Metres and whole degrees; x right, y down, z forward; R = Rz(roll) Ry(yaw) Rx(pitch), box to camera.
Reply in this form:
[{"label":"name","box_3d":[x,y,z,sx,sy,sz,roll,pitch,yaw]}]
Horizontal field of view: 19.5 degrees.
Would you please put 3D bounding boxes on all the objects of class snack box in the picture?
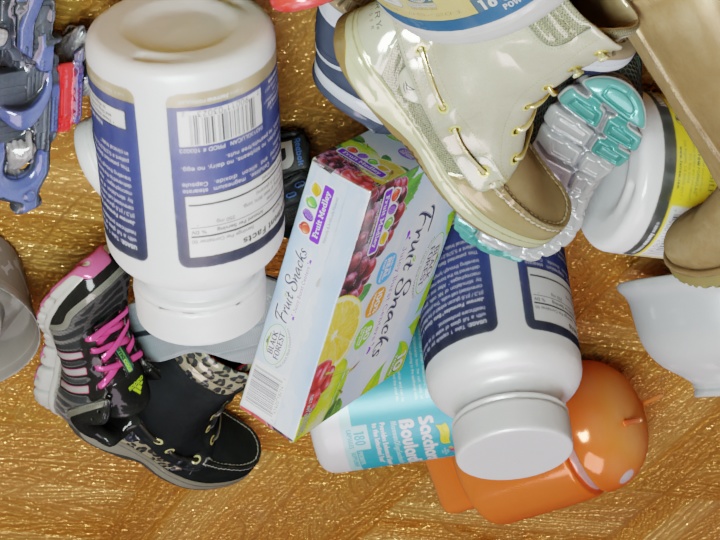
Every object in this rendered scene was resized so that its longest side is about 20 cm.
[{"label":"snack box","box_3d":[0.000,0.000,1.394,0.142,0.053,0.201,-32,147,-52]}]

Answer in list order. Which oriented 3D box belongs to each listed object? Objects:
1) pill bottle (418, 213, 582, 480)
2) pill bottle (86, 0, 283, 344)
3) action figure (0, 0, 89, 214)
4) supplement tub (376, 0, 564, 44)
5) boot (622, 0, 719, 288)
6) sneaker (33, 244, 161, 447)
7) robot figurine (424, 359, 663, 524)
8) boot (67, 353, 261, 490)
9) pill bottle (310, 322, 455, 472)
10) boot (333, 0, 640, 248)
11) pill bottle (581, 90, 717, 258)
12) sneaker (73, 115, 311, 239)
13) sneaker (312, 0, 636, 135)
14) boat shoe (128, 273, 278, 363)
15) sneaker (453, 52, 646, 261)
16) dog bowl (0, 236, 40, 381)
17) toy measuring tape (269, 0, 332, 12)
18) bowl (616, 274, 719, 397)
[{"label":"pill bottle","box_3d":[0.097,0.040,1.477,0.111,0.201,0.111,-4,150,-2]},{"label":"pill bottle","box_3d":[-0.103,-0.059,1.269,0.111,0.111,0.201,-4,124,-4]},{"label":"action figure","box_3d":[-0.238,-0.141,1.254,0.193,0.105,0.201,2,122,-25]},{"label":"supplement tub","box_3d":[0.029,-0.224,1.063,0.144,0.145,0.200,-19,143,22]},{"label":"boot","box_3d":[0.206,-0.090,1.257,0.175,0.066,0.200,-7,122,56]},{"label":"sneaker","box_3d":[-0.184,0.060,1.518,0.074,0.087,0.200,-40,161,-34]},{"label":"robot figurine","box_3d":[0.153,0.144,1.745,0.199,0.117,0.144,-21,140,23]},{"label":"boot","box_3d":[-0.118,0.106,1.683,0.153,0.074,0.203,-31,143,31]},{"label":"pill bottle","box_3d":[0.060,0.092,1.648,0.199,0.111,0.111,-9,150,6]},{"label":"boot","box_3d":[0.101,-0.105,1.219,0.154,0.072,0.200,-26,124,31]},{"label":"pill bottle","box_3d":[0.256,-0.057,1.427,0.199,0.112,0.111,7,148,-20]},{"label":"sneaker","box_3d":[-0.095,-0.072,1.391,0.112,0.073,0.200,-23,154,21]},{"label":"sneaker","box_3d":[0.065,-0.134,1.302,0.199,0.070,0.109,7,143,-8]},{"label":"boat shoe","box_3d":[-0.101,0.023,1.508,0.200,0.062,0.072,-4,119,48]},{"label":"sneaker","box_3d":[0.132,-0.082,1.384,0.077,0.091,0.200,30,137,-12]},{"label":"dog bowl","box_3d":[-0.332,0.024,1.517,0.199,0.059,0.200,-4,150,-2]},{"label":"toy measuring tape","box_3d":[-0.001,-0.190,1.192,0.199,0.074,0.074,-10,150,9]},{"label":"bowl","box_3d":[0.294,0.047,1.556,0.200,0.091,0.201,-3,175,0]}]
